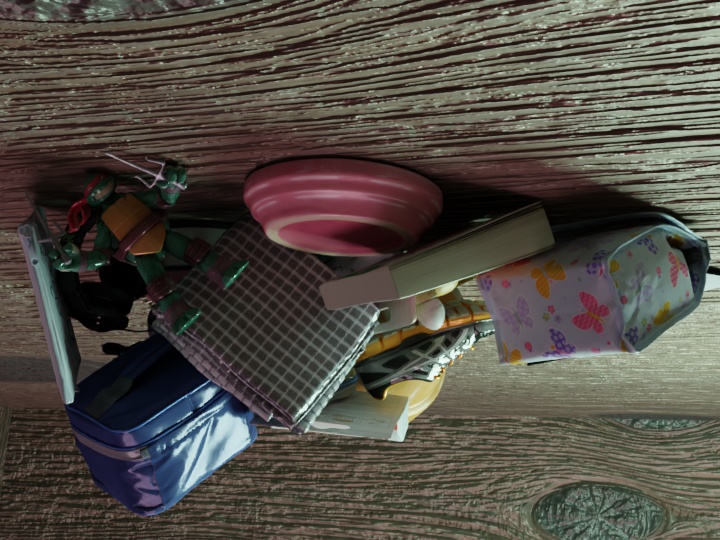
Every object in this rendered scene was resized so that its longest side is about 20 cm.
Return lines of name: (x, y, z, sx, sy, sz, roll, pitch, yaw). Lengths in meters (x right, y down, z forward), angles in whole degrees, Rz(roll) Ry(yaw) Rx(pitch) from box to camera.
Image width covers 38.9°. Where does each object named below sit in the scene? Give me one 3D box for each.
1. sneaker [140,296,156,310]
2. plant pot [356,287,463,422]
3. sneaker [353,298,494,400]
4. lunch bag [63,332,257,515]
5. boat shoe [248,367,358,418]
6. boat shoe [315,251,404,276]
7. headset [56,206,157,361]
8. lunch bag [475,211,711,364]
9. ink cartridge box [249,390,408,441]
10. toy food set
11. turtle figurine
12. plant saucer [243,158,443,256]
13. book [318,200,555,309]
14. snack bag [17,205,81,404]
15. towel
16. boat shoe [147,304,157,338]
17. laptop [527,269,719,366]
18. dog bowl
sneaker: (-0.249, 0.036, 1.356, 0.067, 0.090, 0.200, -7, 163, 39)
plant pot: (0.044, 0.087, 1.332, 0.199, 0.201, 0.183, 9, 150, -23)
sneaker: (0.085, 0.089, 1.196, 0.199, 0.078, 0.078, -18, -172, 0)
lunch bag: (-0.210, 0.147, 1.115, 0.135, 0.133, 0.200, 18, -139, 37)
boat shoe: (-0.064, 0.117, 1.167, 0.072, 0.073, 0.200, 12, -168, 22)
boat shoe: (0.000, 0.000, 1.199, 0.073, 0.067, 0.200, 8, 166, -19)
headset: (-0.284, 0.022, 1.139, 0.093, 0.124, 0.201, 1, 130, 25)
lunch bag: (0.247, 0.011, 1.063, 0.199, 0.128, 0.169, -21, -173, -43)
ink cartridge box: (-0.030, 0.181, 1.194, 0.161, 0.050, 0.200, 5, -171, 8)
toy food set: (0.102, 0.026, 1.167, 0.199, 0.061, 0.143, -20, 179, -28)
turtle figurine: (-0.214, -0.040, 0.989, 0.200, 0.150, 0.101, 44, -177, -3)
plant saucer: (-0.018, -0.055, 1.012, 0.199, 0.051, 0.201, 4, 166, 1)
book: (0.075, -0.008, 1.014, 0.199, 0.048, 0.133, -21, -176, -32)
snack bag: (-0.320, 0.035, 1.051, 0.021, 0.190, 0.200, -12, -168, -11)
towel: (-0.094, 0.053, 1.072, 0.200, 0.166, 0.086, 37, 149, 5)
boat shoe: (-0.164, 0.081, 1.250, 0.199, 0.071, 0.091, 5, 167, -6)
laptop: (0.344, 0.065, 1.285, 0.199, 0.117, 0.187, 9, 166, -23)
dog bowl: (-0.176, 0.003, 1.240, 0.199, 0.074, 0.200, 4, 166, 1)
